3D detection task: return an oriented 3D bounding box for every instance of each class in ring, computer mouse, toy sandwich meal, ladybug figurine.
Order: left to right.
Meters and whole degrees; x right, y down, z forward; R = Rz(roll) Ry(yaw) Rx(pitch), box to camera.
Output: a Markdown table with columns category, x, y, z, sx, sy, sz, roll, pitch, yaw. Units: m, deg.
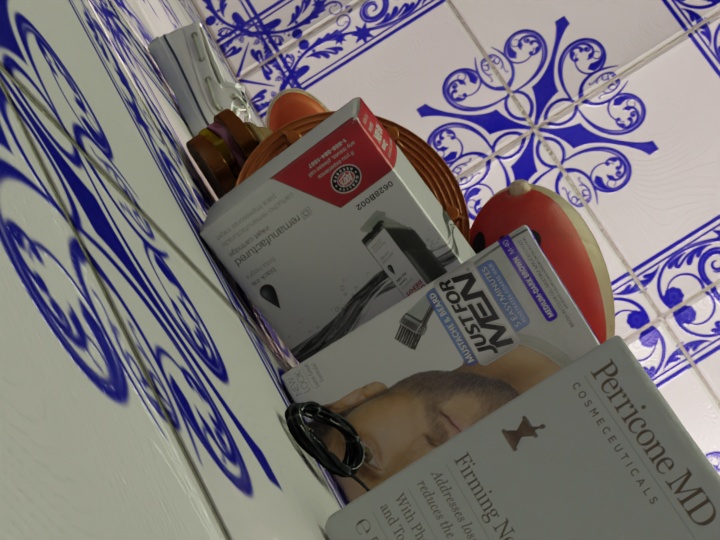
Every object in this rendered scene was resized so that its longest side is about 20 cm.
| category | x | y | z | sx | sy | sz | roll | pitch | yaw |
| --- | --- | --- | --- | --- | --- | --- | --- | --- | --- |
| toy sandwich meal | -0.081 | -0.042 | 1.387 | 0.205 | 0.070 | 0.207 | 155 | -90 | -83 |
| ring | -0.006 | -0.039 | 1.289 | 0.201 | 0.199 | 0.019 | 59 | -20 | 14 |
| computer mouse | 0.008 | 0.159 | 1.031 | 0.201 | 0.034 | 0.059 | 53 | 32 | -23 |
| ladybug figurine | 0.138 | 0.026 | 1.320 | 0.072 | 0.135 | 0.202 | -28 | 110 | -53 |

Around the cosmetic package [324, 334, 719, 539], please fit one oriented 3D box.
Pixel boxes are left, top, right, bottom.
| category | x | y | z | sx | sy | sz | roll | pitch | yaw |
| --- | --- | --- | --- | --- | --- | --- | --- | --- | --- |
| cosmetic package | 0.119 | 0.182 | 0.898 | 0.168 | 0.199 | 0.167 | 58 | 1 | 38 |

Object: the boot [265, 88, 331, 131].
| category | x | y | z | sx | sy | sz | roll | pitch | yaw |
| --- | --- | --- | --- | --- | --- | --- | --- | --- | --- |
| boot | -0.029 | -0.078 | 1.437 | 0.107 | 0.074 | 0.202 | 89 | -23 | -84 |

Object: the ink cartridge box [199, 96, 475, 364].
| category | x | y | z | sx | sy | sz | roll | pitch | yaw |
| --- | --- | --- | --- | --- | --- | --- | --- | --- | --- |
| ink cartridge box | 0.000 | 0.000 | 1.177 | 0.201 | 0.146 | 0.083 | 52 | 10 | -12 |

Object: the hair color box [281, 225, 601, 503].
| category | x | y | z | sx | sy | sz | roll | pitch | yaw |
| --- | --- | --- | --- | --- | --- | --- | --- | --- | --- |
| hair color box | 0.059 | 0.071 | 1.095 | 0.110 | 0.199 | 0.065 | 59 | 4 | 19 |

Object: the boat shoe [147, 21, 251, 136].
| category | x | y | z | sx | sy | sz | roll | pitch | yaw |
| --- | --- | --- | --- | --- | --- | --- | --- | --- | --- |
| boat shoe | -0.144 | -0.165 | 1.608 | 0.201 | 0.066 | 0.074 | 59 | 2 | 13 |
